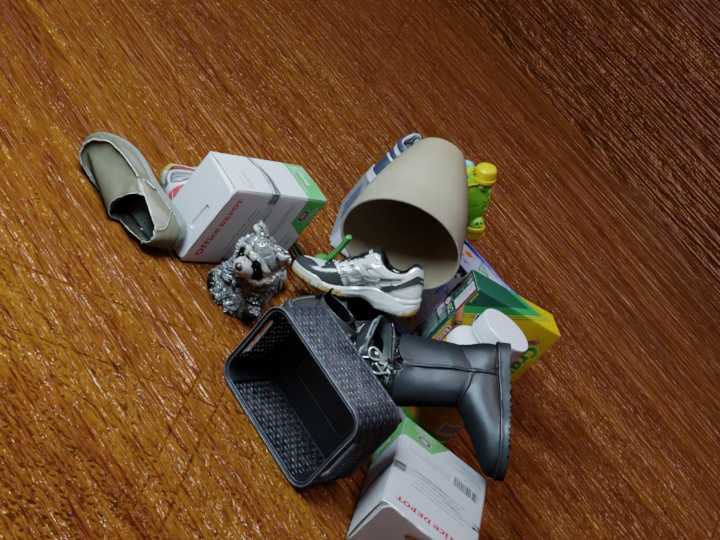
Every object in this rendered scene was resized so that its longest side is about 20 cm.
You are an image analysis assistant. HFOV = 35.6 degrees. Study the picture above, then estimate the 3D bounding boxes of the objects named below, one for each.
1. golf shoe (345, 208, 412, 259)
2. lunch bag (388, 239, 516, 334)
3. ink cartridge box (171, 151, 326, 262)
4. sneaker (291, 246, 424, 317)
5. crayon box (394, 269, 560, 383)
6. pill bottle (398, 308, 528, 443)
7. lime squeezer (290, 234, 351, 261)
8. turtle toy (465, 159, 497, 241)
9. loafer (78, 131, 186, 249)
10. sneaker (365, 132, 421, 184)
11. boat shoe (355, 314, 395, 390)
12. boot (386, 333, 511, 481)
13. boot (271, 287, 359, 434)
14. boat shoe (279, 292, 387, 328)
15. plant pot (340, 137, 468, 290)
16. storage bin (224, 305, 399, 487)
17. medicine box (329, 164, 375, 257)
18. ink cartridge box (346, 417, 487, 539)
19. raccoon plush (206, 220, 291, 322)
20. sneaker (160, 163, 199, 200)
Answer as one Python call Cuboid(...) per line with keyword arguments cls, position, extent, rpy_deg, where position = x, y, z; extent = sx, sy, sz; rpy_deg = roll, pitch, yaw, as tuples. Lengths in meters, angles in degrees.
Cuboid(cls="golf shoe", position=(0.021, -0.038, 1.803), extent=(0.072, 0.092, 0.200), rpy_deg=(30, 63, 5))
Cuboid(cls="lunch bag", position=(0.125, 0.030, 1.835), extent=(0.200, 0.170, 0.124), rpy_deg=(46, 23, 9))
Cuboid(cls="ink cartridge box", position=(-0.170, -0.086, 1.625), extent=(0.200, 0.146, 0.084), rpy_deg=(4, 45, -53))
Cuboid(cls="sneaker", position=(0.000, 0.000, 1.667), extent=(0.199, 0.088, 0.076), rpy_deg=(17, 11, 3))
Cuboid(cls="crayon box", position=(0.178, 0.116, 1.739), extent=(0.172, 0.200, 0.058), rpy_deg=(29, 28, -25))
Cuboid(cls="pill bottle", position=(0.149, 0.152, 1.639), extent=(0.111, 0.200, 0.111), rpy_deg=(33, 26, -18))
Cuboid(cls="lime squeezer", position=(-0.068, -0.026, 1.738), extent=(0.038, 0.071, 0.200), rpy_deg=(11, -1, -35))
Cuboid(cls="turtle toy", position=(0.134, -0.124, 1.893), extent=(0.199, 0.146, 0.101), rpy_deg=(-8, 37, -26))
Cuboid(cls="loafer", position=(-0.319, -0.111, 1.535), extent=(0.200, 0.075, 0.070), rpy_deg=(47, 21, 10))
Cuboid(cls="sneaker", position=(0.107, -0.175, 1.966), extent=(0.200, 0.109, 0.070), rpy_deg=(8, 41, -50))
Cuboid(cls="boat shoe", position=(0.018, 0.143, 1.598), extent=(0.074, 0.068, 0.200), rpy_deg=(39, 35, -17))
Cuboid(cls="boot", position=(0.119, 0.183, 1.513), extent=(0.167, 0.076, 0.201), rpy_deg=(2, 65, 3))
Cuboid(cls="boot", position=(-0.027, 0.138, 1.483), extent=(0.200, 0.138, 0.077), rpy_deg=(48, 25, 11))
Cuboid(cls="boat shoe", position=(-0.039, 0.061, 1.679), extent=(0.201, 0.061, 0.072), rpy_deg=(10, 40, -49))
Cuboid(cls="plant pot", position=(0.092, -0.105, 1.715), extent=(0.187, 0.187, 0.200), rpy_deg=(36, 49, -11))
Cuboid(cls="storage bin", position=(-0.063, 0.154, 1.406), extent=(0.094, 0.135, 0.200), rpy_deg=(2, 46, -53))
Cuboid(cls="medicine box", position=(0.062, -0.061, 1.971), extent=(0.200, 0.103, 0.182), rpy_deg=(37, 25, -11))
Cuboid(cls="ink cartridge box", position=(0.076, 0.303, 1.429), extent=(0.146, 0.084, 0.200), rpy_deg=(39, 25, -5))
Cuboid(cls="raccoon plush", position=(-0.135, -0.019, 1.580), extent=(0.097, 0.134, 0.200), rpy_deg=(38, 25, -4))
Cuboid(cls="sneaker", position=(-0.218, -0.127, 1.705), extent=(0.200, 0.078, 0.082), rpy_deg=(7, 41, -51))
